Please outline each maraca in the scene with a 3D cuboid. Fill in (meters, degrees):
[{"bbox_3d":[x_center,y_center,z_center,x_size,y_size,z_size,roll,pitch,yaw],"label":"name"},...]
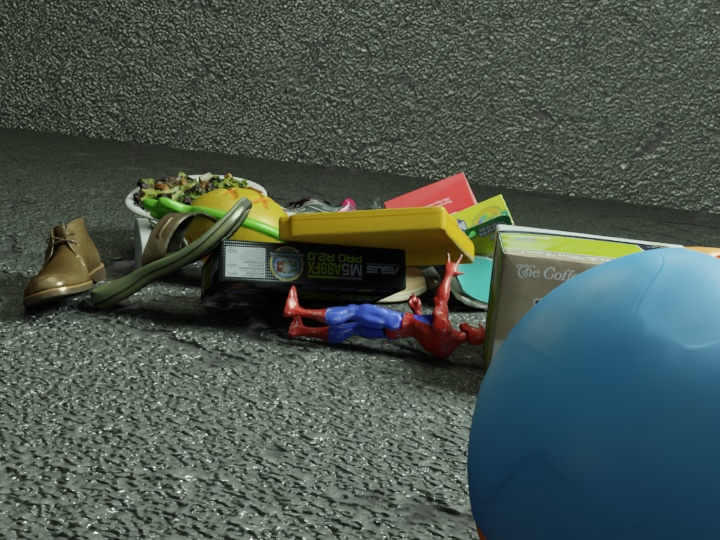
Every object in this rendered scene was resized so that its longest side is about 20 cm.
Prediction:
[{"bbox_3d":[-0.170,-0.052,1.168,0.198,0.108,0.137,15,-15,1],"label":"maraca"}]

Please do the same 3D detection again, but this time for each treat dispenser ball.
[{"bbox_3d":[0.147,0.090,0.421,0.199,0.203,0.201,6,11,-1],"label":"treat dispenser ball"}]

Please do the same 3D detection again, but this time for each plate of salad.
[{"bbox_3d":[-0.232,-0.113,1.331,0.198,0.048,0.200,1,24,0],"label":"plate of salad"}]

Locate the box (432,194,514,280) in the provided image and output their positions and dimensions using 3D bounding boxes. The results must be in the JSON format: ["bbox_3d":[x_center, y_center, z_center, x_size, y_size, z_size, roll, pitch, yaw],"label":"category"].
[{"bbox_3d":[0.143,-0.037,1.218,0.116,0.049,0.200,-22,-14,7],"label":"box"}]

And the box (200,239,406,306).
[{"bbox_3d":[-0.067,0.007,1.032,0.198,0.045,0.160,3,-11,-17],"label":"box"}]

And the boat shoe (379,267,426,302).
[{"bbox_3d":[0.000,0.000,1.176,0.198,0.070,0.074,-1,12,-32],"label":"boat shoe"}]

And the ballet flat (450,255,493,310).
[{"bbox_3d":[0.167,0.020,1.224,0.199,0.072,0.071,-2,13,-45],"label":"ballet flat"}]

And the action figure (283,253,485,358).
[{"bbox_3d":[0.032,0.032,0.953,0.198,0.100,0.065,10,-34,11],"label":"action figure"}]

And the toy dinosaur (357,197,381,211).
[{"bbox_3d":[-0.029,-0.034,1.369,0.134,0.103,0.200,-9,28,4],"label":"toy dinosaur"}]

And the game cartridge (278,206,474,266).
[{"bbox_3d":[0.023,-0.034,1.013,0.175,0.033,0.200,-2,-11,14],"label":"game cartridge"}]

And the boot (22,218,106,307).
[{"bbox_3d":[-0.321,-0.009,1.002,0.073,0.076,0.200,-11,11,-4],"label":"boot"}]

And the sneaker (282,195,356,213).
[{"bbox_3d":[-0.103,-0.092,1.597,0.198,0.075,0.081,4,11,-5],"label":"sneaker"}]

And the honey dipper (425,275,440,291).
[{"bbox_3d":[0.010,0.004,1.253,0.198,0.038,0.038,6,10,-6],"label":"honey dipper"}]

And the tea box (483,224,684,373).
[{"bbox_3d":[0.224,0.041,0.906,0.198,0.135,0.197,7,10,6],"label":"tea box"}]

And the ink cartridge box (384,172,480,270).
[{"bbox_3d":[0.099,-0.065,1.276,0.115,0.068,0.200,-21,-16,-1],"label":"ink cartridge box"}]

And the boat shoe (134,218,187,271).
[{"bbox_3d":[-0.260,-0.033,1.229,0.069,0.072,0.200,0,5,-14],"label":"boat shoe"}]

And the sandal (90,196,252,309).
[{"bbox_3d":[-0.204,-0.026,0.989,0.200,0.058,0.080,-28,4,4],"label":"sandal"}]

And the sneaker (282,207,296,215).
[{"bbox_3d":[-0.184,-0.071,1.440,0.199,0.079,0.079,8,11,-35],"label":"sneaker"}]
